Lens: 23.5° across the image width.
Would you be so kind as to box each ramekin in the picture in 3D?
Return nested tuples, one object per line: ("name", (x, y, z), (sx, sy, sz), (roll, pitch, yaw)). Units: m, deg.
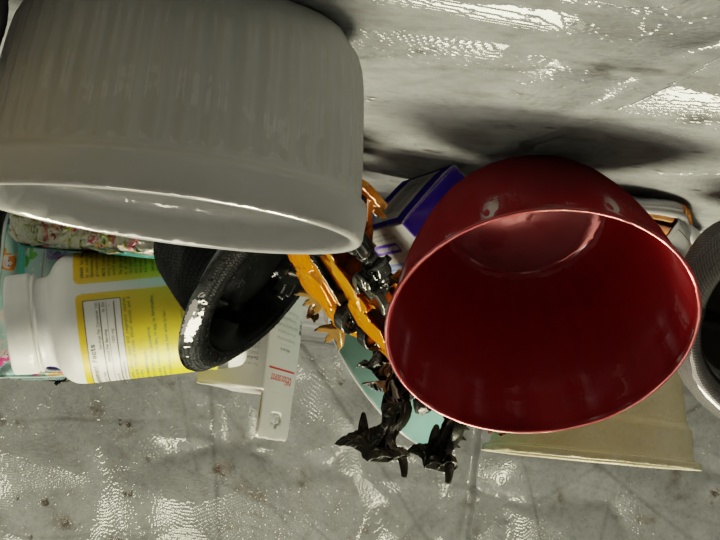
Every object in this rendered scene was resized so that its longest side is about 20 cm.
("ramekin", (-0.090, -0.075, 0.861), (0.199, 0.106, 0.200), (7, 175, 1))

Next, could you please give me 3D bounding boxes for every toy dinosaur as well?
("toy dinosaur", (0.000, 0.000, 1.397), (0.060, 0.106, 0.200), (43, 143, -9))
("toy dinosaur", (0.048, 0.088, 1.363), (0.102, 0.137, 0.200), (17, -172, -11))

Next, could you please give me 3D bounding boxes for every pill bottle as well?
("pill bottle", (-0.200, 0.037, 1.482), (0.198, 0.113, 0.112), (-6, 175, -5))

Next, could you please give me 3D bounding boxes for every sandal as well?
("sandal", (0.213, -0.014, 1.290), (0.079, 0.060, 0.206), (4, 173, 25))

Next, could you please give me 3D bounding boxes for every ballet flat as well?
("ballet flat", (-0.215, -0.047, 1.455), (0.199, 0.064, 0.076), (4, -160, 23))

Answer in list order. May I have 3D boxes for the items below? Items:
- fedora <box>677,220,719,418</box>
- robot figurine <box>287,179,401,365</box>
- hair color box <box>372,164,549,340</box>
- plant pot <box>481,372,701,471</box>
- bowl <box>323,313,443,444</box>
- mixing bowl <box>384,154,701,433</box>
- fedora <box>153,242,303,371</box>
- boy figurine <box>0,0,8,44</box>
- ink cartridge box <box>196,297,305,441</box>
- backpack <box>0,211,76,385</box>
("fedora", (0.301, 0.021, 1.209), (0.198, 0.178, 0.090), (0, -155, -9))
("robot figurine", (-0.008, -0.009, 1.213), (0.145, 0.058, 0.200), (33, 160, 40))
("hair color box", (0.096, 0.020, 1.250), (0.200, 0.065, 0.109), (45, 165, -10))
("plant pot", (0.218, 0.082, 1.584), (0.199, 0.185, 0.200), (6, 174, 1))
("bowl", (0.063, 0.052, 1.611), (0.105, 0.202, 0.200), (-34, 156, 21))
("mixing bowl", (0.112, -0.001, 1.118), (0.199, 0.109, 0.201), (-1, 134, -1))
("fedora", (-0.103, -0.016, 1.343), (0.091, 0.201, 0.201), (38, -178, 16))
("boy figurine", (-0.221, -0.127, 0.736), (0.123, 0.065, 0.200), (8, 178, 14))
("ink cartridge box", (-0.099, 0.052, 1.598), (0.066, 0.202, 0.116), (6, 174, 12))
("backpack", (-0.273, 0.019, 1.621), (0.150, 0.179, 0.199), (8, 180, 38))
